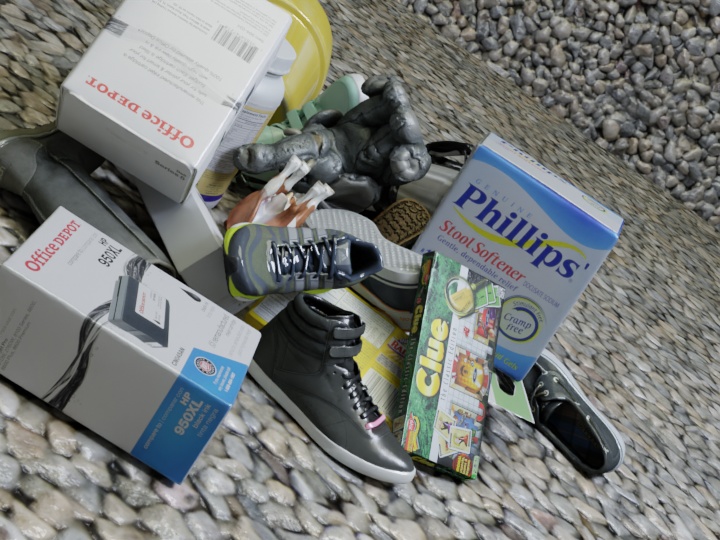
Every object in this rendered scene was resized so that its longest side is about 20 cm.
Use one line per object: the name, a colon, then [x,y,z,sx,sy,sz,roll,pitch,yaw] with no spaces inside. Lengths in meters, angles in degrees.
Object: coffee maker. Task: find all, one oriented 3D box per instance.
coffee maker: [0.094,-0.086,1.682,0.199,0.135,0.192,27,-13,40]

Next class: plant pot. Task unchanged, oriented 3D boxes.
plant pot: [-0.141,-0.254,1.653,0.199,0.201,0.190,29,35,-17]

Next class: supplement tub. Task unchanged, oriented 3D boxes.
supplement tub: [-0.172,-0.182,1.399,0.144,0.201,0.146,30,20,-12]

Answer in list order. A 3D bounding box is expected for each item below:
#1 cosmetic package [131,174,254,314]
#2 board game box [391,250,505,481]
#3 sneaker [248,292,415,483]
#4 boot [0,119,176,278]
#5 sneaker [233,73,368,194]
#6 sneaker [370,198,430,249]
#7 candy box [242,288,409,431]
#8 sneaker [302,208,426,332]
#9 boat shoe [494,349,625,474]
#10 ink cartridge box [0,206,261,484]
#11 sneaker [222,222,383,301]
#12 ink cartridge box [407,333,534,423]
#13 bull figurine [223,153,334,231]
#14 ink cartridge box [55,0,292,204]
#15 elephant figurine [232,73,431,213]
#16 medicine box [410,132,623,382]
cosmetic package: [-0.169,-0.043,1.263,0.201,0.050,0.083,57,-1,45]
board game box: [0.087,0.093,1.259,0.104,0.023,0.202,24,66,-32]
sneaker: [-0.012,0.101,1.166,0.200,0.100,0.071,40,19,13]
boot: [-0.241,-0.059,1.199,0.199,0.073,0.181,35,32,20]
sneaker: [-0.081,-0.160,1.517,0.117,0.200,0.074,7,48,-45]
sneaker: [-0.010,-0.012,1.476,0.199,0.090,0.067,-25,71,-33]
candy box: [-0.010,0.076,1.272,0.199,0.026,0.102,38,48,5]
sneaker: [0.000,0.000,1.357,0.078,0.080,0.200,-13,29,-29]
boat shoe: [0.223,0.153,1.481,0.200,0.069,0.056,44,22,18]
ink cartridge box: [-0.190,0.054,1.005,0.199,0.085,0.145,32,19,-7]
sneaker: [-0.053,-0.013,1.193,0.199,0.080,0.075,-7,90,-56]
ink cartridge box: [0.085,0.102,1.395,0.199,0.048,0.146,30,20,-14]
bull figurine: [-0.089,-0.057,1.320,0.065,0.121,0.200,45,3,-5]
ink cartridge box: [-0.177,-0.188,1.226,0.145,0.084,0.201,31,62,-4]
elephant figurine: [-0.030,-0.128,1.436,0.142,0.198,0.156,-109,175,-61]
medicine box: [0.160,-0.017,1.420,0.181,0.201,0.103,33,20,5]
